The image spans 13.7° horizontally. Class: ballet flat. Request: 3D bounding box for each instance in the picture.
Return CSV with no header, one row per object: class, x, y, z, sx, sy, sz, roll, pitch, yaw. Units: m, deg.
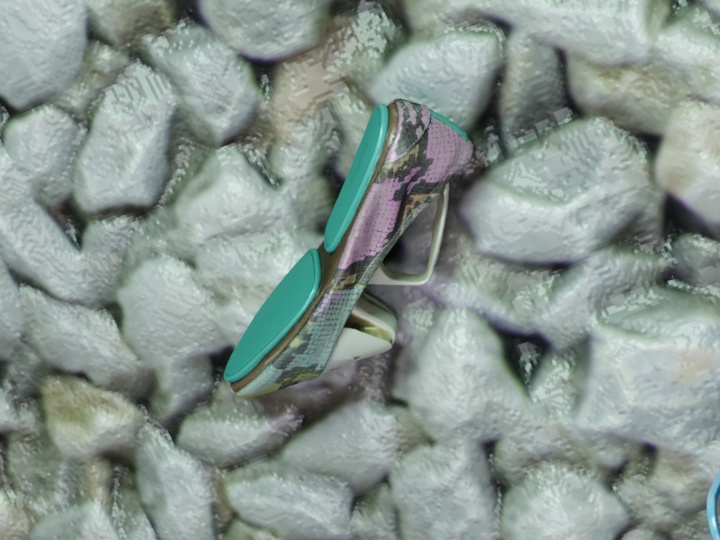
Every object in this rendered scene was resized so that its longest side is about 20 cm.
ballet flat,0.000,0.000,1.593,0.071,0.069,0.200,24,116,-15

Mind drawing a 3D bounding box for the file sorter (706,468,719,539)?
file sorter,0.290,0.129,1.514,0.200,0.139,0.123,-18,100,21
